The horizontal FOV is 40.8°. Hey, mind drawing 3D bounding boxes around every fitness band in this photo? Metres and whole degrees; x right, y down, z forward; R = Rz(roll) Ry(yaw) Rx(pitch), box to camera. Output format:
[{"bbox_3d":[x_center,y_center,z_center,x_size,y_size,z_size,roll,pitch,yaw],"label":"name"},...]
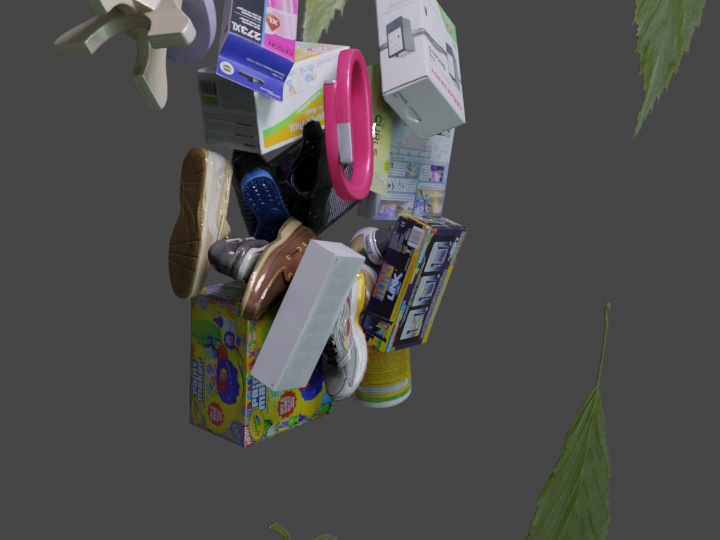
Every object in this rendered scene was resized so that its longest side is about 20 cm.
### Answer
[{"bbox_3d":[-0.014,-0.195,1.305,0.144,0.037,0.203,-19,108,-76],"label":"fitness band"}]

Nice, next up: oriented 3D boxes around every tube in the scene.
[{"bbox_3d":[0.026,-0.222,1.529,0.057,0.052,0.203,6,80,-10],"label":"tube"}]

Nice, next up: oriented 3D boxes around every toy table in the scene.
[{"bbox_3d":[-0.252,-0.293,1.097,0.201,0.182,0.118,54,42,-36],"label":"toy table"}]

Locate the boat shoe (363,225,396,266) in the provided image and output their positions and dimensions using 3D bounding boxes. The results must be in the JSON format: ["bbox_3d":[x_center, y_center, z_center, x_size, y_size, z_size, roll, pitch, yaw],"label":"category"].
[{"bbox_3d":[0.068,-0.038,1.542,0.200,0.066,0.071,22,53,-66],"label":"boat shoe"}]

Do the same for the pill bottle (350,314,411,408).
[{"bbox_3d":[0.028,0.119,1.634,0.111,0.110,0.202,-28,123,-44],"label":"pill bottle"}]

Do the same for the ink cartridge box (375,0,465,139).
[{"bbox_3d":[0.094,-0.333,1.524,0.145,0.083,0.202,37,43,-52],"label":"ink cartridge box"}]

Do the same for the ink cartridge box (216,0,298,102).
[{"bbox_3d":[-0.130,-0.313,1.240,0.094,0.037,0.202,20,53,-26],"label":"ink cartridge box"}]

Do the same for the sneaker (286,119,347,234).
[{"bbox_3d":[-0.072,-0.121,1.356,0.104,0.060,0.201,-30,150,-57],"label":"sneaker"}]

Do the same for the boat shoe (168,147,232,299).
[{"bbox_3d":[-0.206,-0.060,1.298,0.069,0.073,0.203,5,97,-47],"label":"boat shoe"}]

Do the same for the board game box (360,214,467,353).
[{"bbox_3d":[0.081,0.018,1.481,0.165,0.056,0.202,-4,116,-65],"label":"board game box"}]

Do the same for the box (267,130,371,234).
[{"bbox_3d":[-0.063,-0.140,1.492,0.200,0.036,0.144,-42,131,-39],"label":"box"}]

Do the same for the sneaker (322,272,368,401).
[{"bbox_3d":[-0.042,0.086,1.371,0.082,0.077,0.203,-9,98,-47],"label":"sneaker"}]

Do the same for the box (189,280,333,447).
[{"bbox_3d":[-0.140,0.122,1.407,0.192,0.121,0.203,-14,112,-49],"label":"box"}]

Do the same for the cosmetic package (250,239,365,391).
[{"bbox_3d":[-0.071,0.060,1.287,0.082,0.050,0.202,3,115,-63],"label":"cosmetic package"}]

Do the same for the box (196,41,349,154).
[{"bbox_3d":[-0.111,-0.243,1.331,0.199,0.112,0.102,-31,126,-45],"label":"box"}]

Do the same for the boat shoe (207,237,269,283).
[{"bbox_3d":[-0.162,-0.019,1.325,0.067,0.057,0.200,-63,177,1],"label":"boat shoe"}]

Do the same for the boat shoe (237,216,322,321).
[{"bbox_3d":[-0.104,0.001,1.300,0.072,0.067,0.201,-65,176,39],"label":"boat shoe"}]

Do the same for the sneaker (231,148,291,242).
[{"bbox_3d":[-0.140,-0.099,1.379,0.069,0.078,0.201,-18,147,-9],"label":"sneaker"}]

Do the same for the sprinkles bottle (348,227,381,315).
[{"bbox_3d":[0.000,0.000,1.524,0.200,0.067,0.069,-67,155,-63],"label":"sprinkles bottle"}]

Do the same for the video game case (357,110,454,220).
[{"bbox_3d":[0.081,-0.178,1.659,0.199,0.045,0.184,-2,102,-52],"label":"video game case"}]
